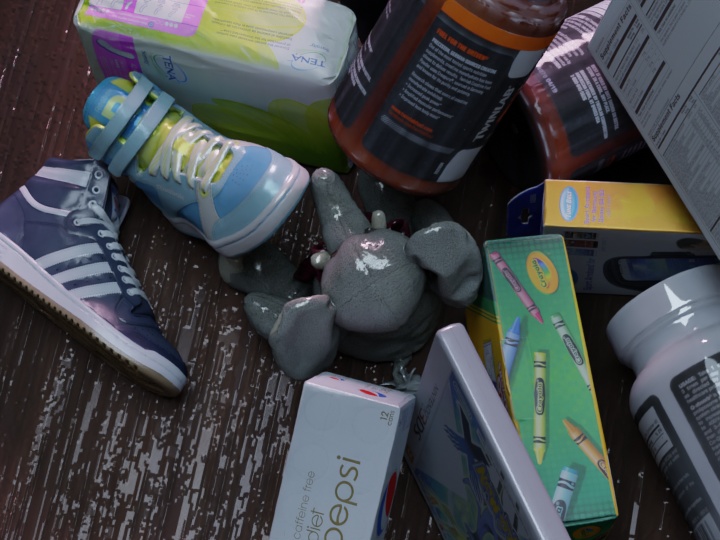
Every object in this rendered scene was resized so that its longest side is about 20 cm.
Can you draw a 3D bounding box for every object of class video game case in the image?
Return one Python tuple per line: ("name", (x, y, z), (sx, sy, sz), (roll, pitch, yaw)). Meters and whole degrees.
("video game case", (0.084, 0.158, 1.372), (0.022, 0.183, 0.201), (-19, 67, -17))

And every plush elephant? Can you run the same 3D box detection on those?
("plush elephant", (0.000, 0.000, 1.456), (0.164, 0.155, 0.201), (-26, 68, -7))

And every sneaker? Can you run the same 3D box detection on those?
("sneaker", (-0.177, -0.003, 1.515), (0.200, 0.070, 0.109), (36, 75, 19))
("sneaker", (-0.123, -0.078, 1.458), (0.130, 0.200, 0.080), (42, 74, -23))

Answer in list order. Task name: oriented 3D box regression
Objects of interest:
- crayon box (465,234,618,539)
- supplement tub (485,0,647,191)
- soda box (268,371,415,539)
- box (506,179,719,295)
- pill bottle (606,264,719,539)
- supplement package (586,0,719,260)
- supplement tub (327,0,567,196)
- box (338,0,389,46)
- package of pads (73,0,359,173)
("crayon box", (0.118, 0.091, 1.430), (0.058, 0.119, 0.201), (-6, 67, -6))
("supplement tub", (0.184, -0.137, 1.515), (0.199, 0.107, 0.107), (-26, 68, -19))
("soda box", (-0.021, 0.172, 1.393), (0.068, 0.064, 0.201), (14, 96, 10))
("box", (0.200, -0.020, 1.474), (0.199, 0.119, 0.042), (1, 68, 4))
("pill bottle", (0.249, 0.104, 1.421), (0.115, 0.116, 0.201), (-23, 68, -6))
("supplement package", (0.275, -0.128, 1.367), (0.151, 0.151, 0.201), (-19, 66, -24))
("supplement tub", (0.065, -0.152, 1.396), (0.106, 0.200, 0.107), (22, 35, -16))
("box", (0.055, -0.220, 1.515), (0.079, 0.200, 0.142), (16, 68, 28))
("package of pads", (-0.097, -0.149, 1.525), (0.199, 0.155, 0.069), (14, 69, 9))
